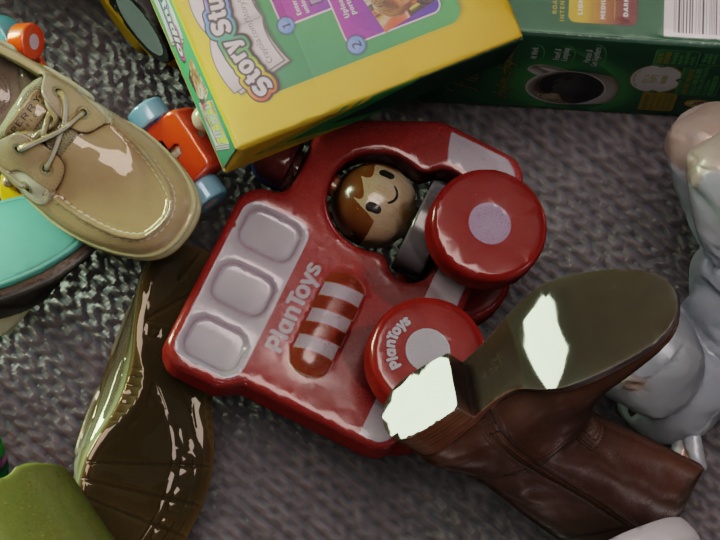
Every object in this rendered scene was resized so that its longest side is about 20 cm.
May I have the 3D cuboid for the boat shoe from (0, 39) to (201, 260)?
[{"bbox_3d":[-0.174,-0.075,1.648,0.200,0.065,0.072,38,89,24],"label":"boat shoe"}]

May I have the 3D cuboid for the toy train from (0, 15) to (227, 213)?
[{"bbox_3d":[-0.156,-0.092,1.716,0.200,0.056,0.150,51,119,14],"label":"toy train"}]

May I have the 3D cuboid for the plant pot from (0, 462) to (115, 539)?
[{"bbox_3d":[-0.171,0.211,1.571,0.200,0.200,0.190,-24,71,-9],"label":"plant pot"}]

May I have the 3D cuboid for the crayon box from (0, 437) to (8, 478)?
[{"bbox_3d":[-0.299,0.086,1.646,0.200,0.119,0.058,18,72,4],"label":"crayon box"}]

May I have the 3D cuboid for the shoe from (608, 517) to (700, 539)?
[{"bbox_3d":[0.119,0.223,1.629,0.200,0.071,0.091,-33,60,-6],"label":"shoe"}]

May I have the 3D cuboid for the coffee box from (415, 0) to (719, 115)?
[{"bbox_3d":[0.132,-0.131,1.728,0.200,0.123,0.044,3,73,1],"label":"coffee box"}]

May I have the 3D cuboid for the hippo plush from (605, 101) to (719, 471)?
[{"bbox_3d":[0.193,0.012,1.687,0.161,0.200,0.159,-38,55,14],"label":"hippo plush"}]

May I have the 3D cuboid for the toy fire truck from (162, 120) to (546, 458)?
[{"bbox_3d":[0.000,0.000,1.674,0.168,0.112,0.200,26,72,-2],"label":"toy fire truck"}]

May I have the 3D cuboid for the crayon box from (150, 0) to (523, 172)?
[{"bbox_3d":[-0.032,-0.179,1.629,0.172,0.058,0.200,-22,83,-12],"label":"crayon box"}]

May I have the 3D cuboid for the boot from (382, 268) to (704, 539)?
[{"bbox_3d":[0.139,0.083,1.596,0.186,0.200,0.064,-23,51,31],"label":"boot"}]

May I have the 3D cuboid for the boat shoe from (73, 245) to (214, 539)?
[{"bbox_3d":[-0.122,0.086,1.689,0.073,0.063,0.201,13,78,-15],"label":"boat shoe"}]

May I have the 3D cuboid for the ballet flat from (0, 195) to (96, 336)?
[{"bbox_3d":[-0.236,0.012,1.698,0.200,0.068,0.068,-18,55,0],"label":"ballet flat"}]

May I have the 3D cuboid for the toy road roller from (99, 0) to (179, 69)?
[{"bbox_3d":[-0.124,-0.205,1.723,0.123,0.146,0.200,-38,88,-15],"label":"toy road roller"}]
